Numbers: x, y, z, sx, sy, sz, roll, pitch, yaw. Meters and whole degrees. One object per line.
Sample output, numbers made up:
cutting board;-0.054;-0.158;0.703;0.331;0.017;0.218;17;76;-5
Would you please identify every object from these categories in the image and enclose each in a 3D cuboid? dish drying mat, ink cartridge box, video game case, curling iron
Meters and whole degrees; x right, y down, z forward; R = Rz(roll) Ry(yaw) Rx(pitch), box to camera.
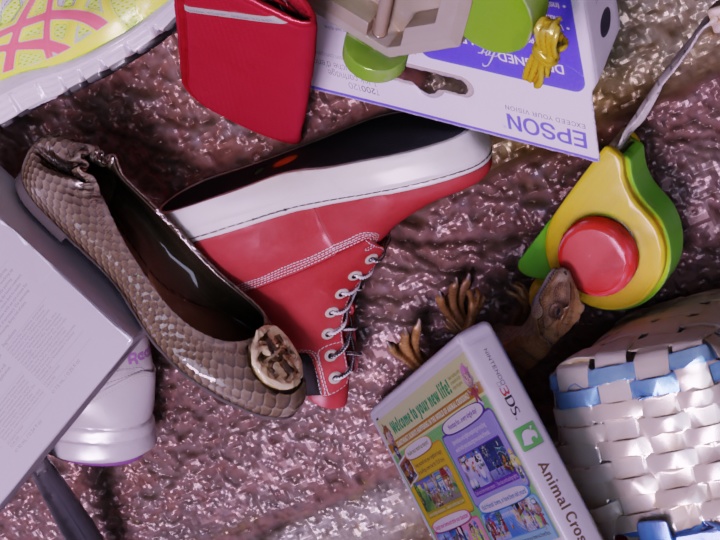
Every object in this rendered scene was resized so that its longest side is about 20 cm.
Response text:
dish drying mat;-0.059;-0.107;0.761;0.076;0.200;0.018;27;77;1
ink cartridge box;0.024;-0.156;0.728;0.197;0.043;0.201;18;144;30
video game case;0.074;0.132;0.798;0.022;0.200;0.183;-25;81;-17
curling iron;-0.169;0.183;0.947;0.025;0.050;0.201;20;137;31

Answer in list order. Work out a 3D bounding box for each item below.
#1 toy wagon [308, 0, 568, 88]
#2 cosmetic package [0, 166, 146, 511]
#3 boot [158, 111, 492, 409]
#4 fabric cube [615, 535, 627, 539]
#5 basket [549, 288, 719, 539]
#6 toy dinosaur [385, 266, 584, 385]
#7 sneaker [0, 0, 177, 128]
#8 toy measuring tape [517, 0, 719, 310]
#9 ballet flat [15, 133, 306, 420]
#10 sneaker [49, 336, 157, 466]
toy wagon;0.008;-0.149;0.675;0.199;0.040;0.156;32;151;11
cosmetic package;-0.227;0.049;0.849;0.151;0.052;0.200;42;110;-2
boot;0.000;0.000;0.848;0.198;0.072;0.145;-16;108;27
fabric cube;0.173;0.303;0.859;0.195;0.200;0.200;30;114;-1
basket;0.183;0.118;0.800;0.138;0.176;0.202;-20;91;31
toy dinosaur;0.069;0.067;0.850;0.106;0.060;0.201;45;150;26
sneaker;-0.165;-0.141;0.823;0.198;0.078;0.091;-22;103;21
toy measuring tape;0.151;-0.042;0.787;0.073;0.074;0.201;33;122;-2
ballet flat;-0.100;0.000;0.818;0.200;0.067;0.046;44;118;3
sneaker;-0.216;0.056;0.925;0.198;0.075;0.101;7;106;1
